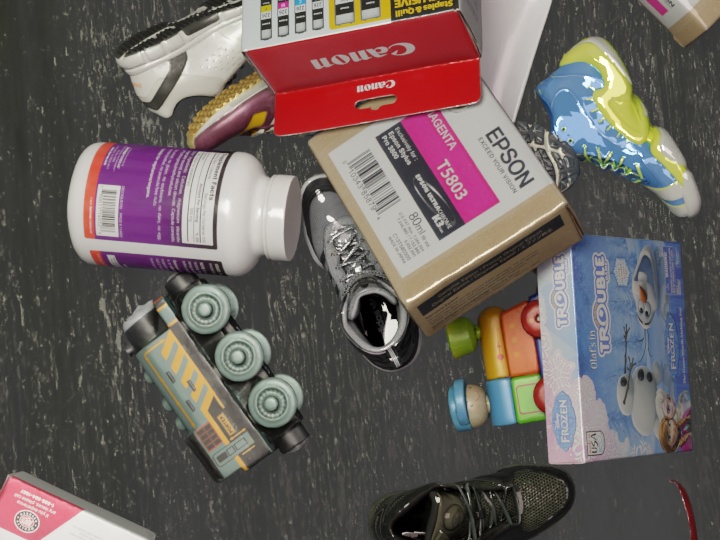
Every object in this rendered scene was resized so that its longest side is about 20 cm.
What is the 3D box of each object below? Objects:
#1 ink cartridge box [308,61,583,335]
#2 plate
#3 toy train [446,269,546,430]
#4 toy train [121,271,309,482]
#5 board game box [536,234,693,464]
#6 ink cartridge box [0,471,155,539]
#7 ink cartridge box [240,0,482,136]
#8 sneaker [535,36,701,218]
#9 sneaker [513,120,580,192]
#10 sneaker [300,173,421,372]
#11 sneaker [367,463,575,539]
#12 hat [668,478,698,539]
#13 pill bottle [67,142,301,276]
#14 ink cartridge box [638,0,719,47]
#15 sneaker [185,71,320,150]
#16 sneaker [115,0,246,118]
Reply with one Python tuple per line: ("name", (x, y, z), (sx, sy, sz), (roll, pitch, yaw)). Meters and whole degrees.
("ink cartridge box", (0.072, -0.072, 1.419), (0.164, 0.075, 0.201), (-34, 59, 4))
("plate", (0.075, -0.219, 1.540), (0.199, 0.032, 0.201), (21, 83, -27))
("toy train", (0.131, 0.050, 1.527), (0.115, 0.085, 0.202), (-10, 85, 11))
("toy train", (-0.135, 0.098, 1.503), (0.114, 0.085, 0.201), (-36, 89, 3))
("board game box", (0.236, 0.071, 1.490), (0.198, 0.043, 0.202), (2, 84, -49))
("ink cartridge box", (-0.292, 0.304, 1.468), (0.144, 0.083, 0.201), (25, 84, -3))
("ink cartridge box", (0.002, -0.224, 1.416), (0.198, 0.084, 0.177), (-9, 64, 17))
("sneaker", (0.240, -0.119, 1.561), (0.105, 0.076, 0.201), (-32, 82, 5))
("sneaker", (0.107, -0.087, 1.524), (0.198, 0.086, 0.078), (-6, 76, 9))
("sneaker", (0.000, 0.000, 1.499), (0.075, 0.114, 0.201), (-25, 89, 2))
("sneaker", (0.110, 0.224, 1.496), (0.197, 0.114, 0.077), (-6, 88, -7))
("hat", (0.355, 0.346, 1.556), (0.164, 0.177, 0.201), (11, 122, -6))
("pill bottle", (-0.158, -0.054, 1.475), (0.198, 0.112, 0.114), (5, 85, 9))
("ink cartridge box", (0.308, -0.347, 1.577), (0.200, 0.075, 0.165), (43, 82, -1))
("sneaker", (-0.067, -0.150, 1.519), (0.199, 0.075, 0.091), (-35, 106, -14))
("sneaker", (-0.131, -0.214, 1.539), (0.199, 0.074, 0.081), (-27, 116, -10))
